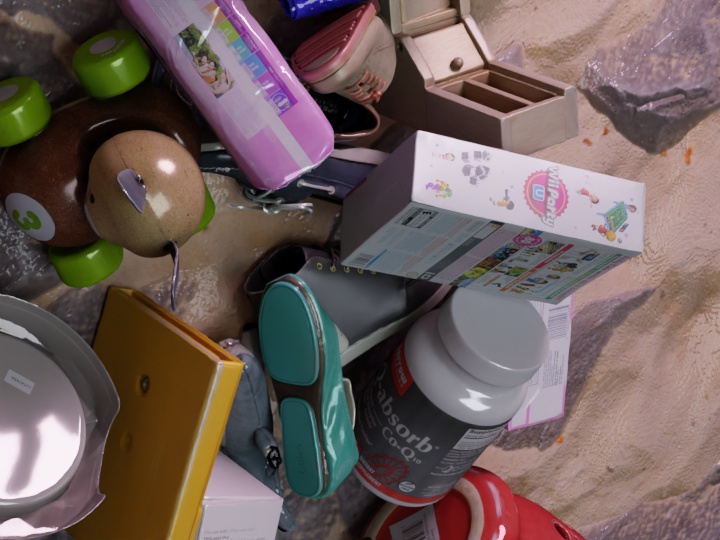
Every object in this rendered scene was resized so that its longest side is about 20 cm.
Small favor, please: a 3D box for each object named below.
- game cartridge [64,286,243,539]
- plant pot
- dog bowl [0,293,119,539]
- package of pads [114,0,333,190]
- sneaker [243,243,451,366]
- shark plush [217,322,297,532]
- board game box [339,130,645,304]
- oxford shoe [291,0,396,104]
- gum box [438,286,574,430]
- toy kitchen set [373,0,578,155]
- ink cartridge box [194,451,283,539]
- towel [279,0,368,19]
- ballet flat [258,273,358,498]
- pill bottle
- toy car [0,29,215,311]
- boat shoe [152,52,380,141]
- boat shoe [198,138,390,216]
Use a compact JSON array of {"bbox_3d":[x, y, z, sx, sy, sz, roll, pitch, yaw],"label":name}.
[{"bbox_3d":[-0.169,0.134,1.579,0.032,0.176,0.201,7,105,-37],"label":"game cartridge"},{"bbox_3d":[0.107,0.286,1.834,0.201,0.200,0.183,-50,126,-9],"label":"plant pot"},{"bbox_3d":[-0.276,0.116,1.500,0.199,0.201,0.059,-3,153,-35],"label":"dog bowl"},{"bbox_3d":[-0.101,-0.151,1.498,0.076,0.120,0.200,-37,95,-5],"label":"package of pads"},{"bbox_3d":[0.000,0.000,1.715,0.200,0.075,0.106,-38,126,-17],"label":"sneaker"},{"bbox_3d":[-0.097,0.142,1.696,0.091,0.083,0.201,-20,119,-29],"label":"shark plush"},{"bbox_3d":[0.103,-0.037,1.610,0.199,0.148,0.065,12,68,-20],"label":"board game box"},{"bbox_3d":[-0.001,-0.163,1.570,0.070,0.200,0.075,-27,103,18],"label":"oxford shoe"},{"bbox_3d":[0.127,0.035,1.797,0.066,0.113,0.201,-11,114,-33],"label":"gum box"},{"bbox_3d":[0.116,-0.223,1.642,0.163,0.180,0.201,-21,119,-30],"label":"toy kitchen set"},{"bbox_3d":[-0.151,0.249,1.660,0.084,0.144,0.201,1,108,-38],"label":"ink cartridge box"},{"bbox_3d":[0.011,-0.285,1.560,0.199,0.050,0.148,-18,79,-20],"label":"towel"},{"bbox_3d":[-0.039,0.087,1.667,0.070,0.067,0.201,-32,122,-49],"label":"ballet flat"},{"bbox_3d":[0.072,0.103,1.730,0.115,0.116,0.200,-4,145,-35],"label":"pill bottle"},{"bbox_3d":[-0.175,-0.051,1.469,0.157,0.200,0.165,-27,122,-5],"label":"toy car"},{"bbox_3d":[-0.068,-0.143,1.608,0.199,0.072,0.073,4,106,-37],"label":"boat shoe"},{"bbox_3d":[-0.059,-0.076,1.645,0.200,0.075,0.062,1,96,-46],"label":"boat shoe"}]
